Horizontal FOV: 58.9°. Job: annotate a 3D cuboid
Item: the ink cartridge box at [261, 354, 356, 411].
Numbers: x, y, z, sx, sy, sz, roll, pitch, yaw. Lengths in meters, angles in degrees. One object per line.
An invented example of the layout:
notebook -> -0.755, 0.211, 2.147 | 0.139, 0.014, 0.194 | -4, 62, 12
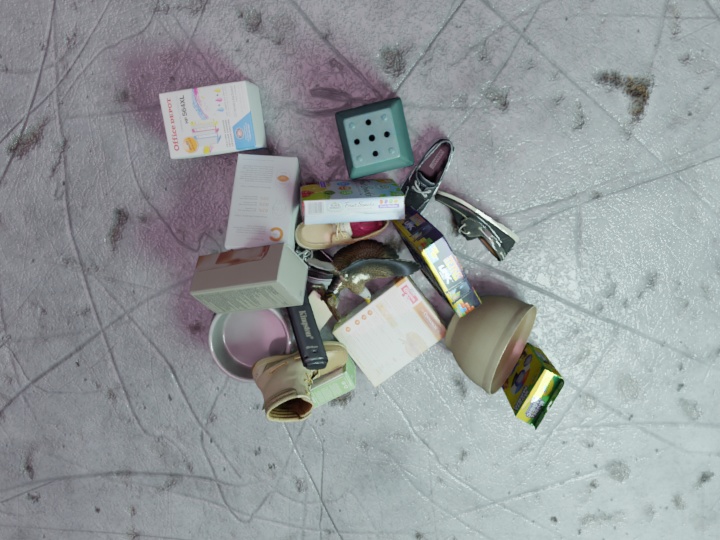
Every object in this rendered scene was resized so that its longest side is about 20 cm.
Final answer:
ink cartridge box -> -0.106, 0.241, 1.361 | 0.198, 0.146, 0.048 | -28, 105, 8

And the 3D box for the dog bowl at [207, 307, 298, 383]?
dog bowl -> -0.224, 0.140, 1.319 | 0.197, 0.059, 0.203 | 1, 100, 5

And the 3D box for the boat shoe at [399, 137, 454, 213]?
boat shoe -> 0.130, -0.180, 1.308 | 0.071, 0.068, 0.201 | 34, 101, -3

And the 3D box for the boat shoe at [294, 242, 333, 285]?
boat shoe -> -0.122, -0.036, 1.341 | 0.198, 0.068, 0.074 | 30, 68, 2

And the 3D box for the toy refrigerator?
toy refrigerator -> -0.127, 0.133, 1.378 | 0.070, 0.076, 0.201 | 35, 100, -4

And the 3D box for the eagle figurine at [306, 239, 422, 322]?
eagle figurine -> 0.002, 0.004, 1.286 | 0.199, 0.151, 0.152 | -38, 68, -5

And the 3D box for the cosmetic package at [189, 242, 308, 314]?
cosmetic package -> -0.212, 0.018, 1.222 | 0.198, 0.104, 0.088 | -6, 58, 23

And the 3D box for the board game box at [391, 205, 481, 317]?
board game box -> 0.145, -0.022, 1.250 | 0.056, 0.200, 0.166 | -32, 116, 0

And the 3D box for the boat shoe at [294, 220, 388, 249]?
boat shoe -> -0.034, -0.090, 1.297 | 0.198, 0.069, 0.075 | -14, 90, -22

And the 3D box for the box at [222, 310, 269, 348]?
box -> -0.227, 0.074, 1.374 | 0.200, 0.070, 0.064 | -42, 96, 10

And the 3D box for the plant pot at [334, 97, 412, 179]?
plant pot -> 0.026, -0.257, 1.233 | 0.140, 0.200, 0.143 | -13, 99, 5

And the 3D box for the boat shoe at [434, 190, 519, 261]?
boat shoe -> 0.231, -0.096, 1.317 | 0.199, 0.072, 0.068 | 35, 96, -6

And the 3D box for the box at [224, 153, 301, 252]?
box -> -0.191, -0.120, 1.280 | 0.123, 0.098, 0.202 | 4, 71, 2

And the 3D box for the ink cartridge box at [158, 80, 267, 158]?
ink cartridge box -> -0.303, -0.297, 1.281 | 0.197, 0.125, 0.130 | -8, 100, 4

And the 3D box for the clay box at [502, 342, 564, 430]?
clay box -> 0.350, 0.233, 1.308 | 0.047, 0.200, 0.116 | 27, 100, -2

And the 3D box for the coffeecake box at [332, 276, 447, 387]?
coffeecake box -> 0.064, 0.124, 1.366 | 0.199, 0.073, 0.154 | -37, 97, 9

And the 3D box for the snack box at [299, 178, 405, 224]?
snack box -> -0.020, -0.140, 1.268 | 0.197, 0.142, 0.054 | -3, 113, -7

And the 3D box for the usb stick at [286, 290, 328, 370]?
usb stick -> -0.111, 0.109, 1.261 | 0.055, 0.201, 0.033 | 3, 134, -26

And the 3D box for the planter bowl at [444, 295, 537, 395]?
planter bowl -> 0.257, 0.135, 1.313 | 0.134, 0.200, 0.202 | 27, 102, 25

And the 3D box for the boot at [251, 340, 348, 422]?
boot -> -0.101, 0.214, 1.233 | 0.198, 0.156, 0.074 | -11, 118, -15
